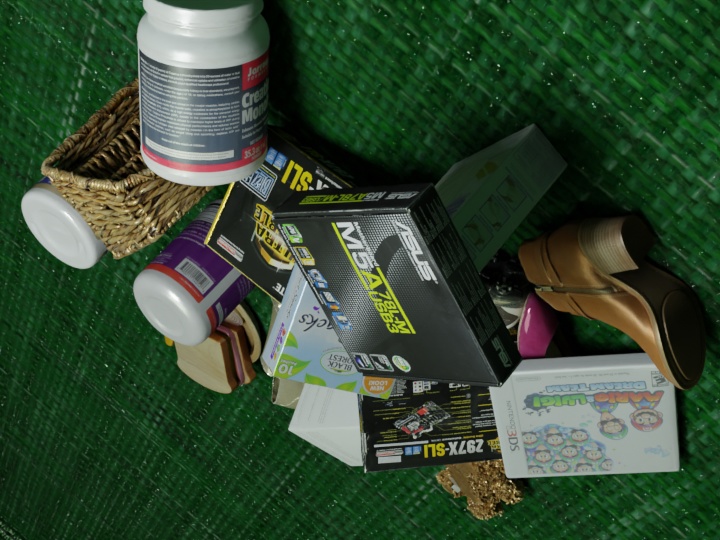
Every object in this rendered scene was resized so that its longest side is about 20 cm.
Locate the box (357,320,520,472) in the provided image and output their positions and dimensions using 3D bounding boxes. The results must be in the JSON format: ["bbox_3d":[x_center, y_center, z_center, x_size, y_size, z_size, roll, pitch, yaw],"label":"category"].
[{"bbox_3d":[0.095,0.145,1.678,0.198,0.049,0.161,-6,120,-2],"label":"box"}]

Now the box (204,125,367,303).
[{"bbox_3d":[-0.068,-0.048,1.642,0.200,0.049,0.160,37,108,32],"label":"box"}]

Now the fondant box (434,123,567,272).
[{"bbox_3d":[0.097,-0.046,1.443,0.058,0.200,0.144,48,148,-12],"label":"fondant box"}]

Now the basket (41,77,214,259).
[{"bbox_3d":[-0.244,-0.137,1.704,0.149,0.200,0.142,52,144,-14],"label":"basket"}]

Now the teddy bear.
[{"bbox_3d":[0.150,0.255,1.900,0.145,0.067,0.201,30,155,35],"label":"teddy bear"}]

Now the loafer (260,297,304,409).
[{"bbox_3d":[-0.099,0.105,1.929,0.076,0.068,0.201,-112,12,-61],"label":"loafer"}]

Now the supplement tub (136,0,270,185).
[{"bbox_3d":[-0.167,-0.205,1.561,0.140,0.140,0.201,23,126,28],"label":"supplement tub"}]

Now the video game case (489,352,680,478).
[{"bbox_3d":[0.248,0.162,1.615,0.198,0.024,0.183,-4,133,11],"label":"video game case"}]

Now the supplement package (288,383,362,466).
[{"bbox_3d":[0.024,0.171,1.842,0.117,0.118,0.199,34,155,-29],"label":"supplement package"}]

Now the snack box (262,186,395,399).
[{"bbox_3d":[-0.004,0.026,1.548,0.141,0.201,0.053,14,-162,-23],"label":"snack box"}]

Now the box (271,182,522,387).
[{"bbox_3d":[0.031,0.015,1.354,0.192,0.048,0.201,3,129,49],"label":"box"}]

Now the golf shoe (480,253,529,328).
[{"bbox_3d":[0.094,0.007,1.632,0.199,0.078,0.095,28,146,24],"label":"golf shoe"}]

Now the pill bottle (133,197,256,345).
[{"bbox_3d":[-0.176,-0.010,1.785,0.112,0.200,0.113,29,148,21],"label":"pill bottle"}]

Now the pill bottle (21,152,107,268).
[{"bbox_3d":[-0.311,-0.109,1.815,0.119,0.200,0.120,28,146,21],"label":"pill bottle"}]

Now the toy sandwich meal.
[{"bbox_3d":[-0.225,0.081,2.079,0.204,0.070,0.206,28,146,21],"label":"toy sandwich meal"}]

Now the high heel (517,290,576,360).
[{"bbox_3d":[0.230,0.102,1.612,0.095,0.067,0.201,12,135,28],"label":"high heel"}]

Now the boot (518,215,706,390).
[{"bbox_3d":[0.256,0.035,1.495,0.154,0.074,0.201,-12,108,52],"label":"boot"}]
